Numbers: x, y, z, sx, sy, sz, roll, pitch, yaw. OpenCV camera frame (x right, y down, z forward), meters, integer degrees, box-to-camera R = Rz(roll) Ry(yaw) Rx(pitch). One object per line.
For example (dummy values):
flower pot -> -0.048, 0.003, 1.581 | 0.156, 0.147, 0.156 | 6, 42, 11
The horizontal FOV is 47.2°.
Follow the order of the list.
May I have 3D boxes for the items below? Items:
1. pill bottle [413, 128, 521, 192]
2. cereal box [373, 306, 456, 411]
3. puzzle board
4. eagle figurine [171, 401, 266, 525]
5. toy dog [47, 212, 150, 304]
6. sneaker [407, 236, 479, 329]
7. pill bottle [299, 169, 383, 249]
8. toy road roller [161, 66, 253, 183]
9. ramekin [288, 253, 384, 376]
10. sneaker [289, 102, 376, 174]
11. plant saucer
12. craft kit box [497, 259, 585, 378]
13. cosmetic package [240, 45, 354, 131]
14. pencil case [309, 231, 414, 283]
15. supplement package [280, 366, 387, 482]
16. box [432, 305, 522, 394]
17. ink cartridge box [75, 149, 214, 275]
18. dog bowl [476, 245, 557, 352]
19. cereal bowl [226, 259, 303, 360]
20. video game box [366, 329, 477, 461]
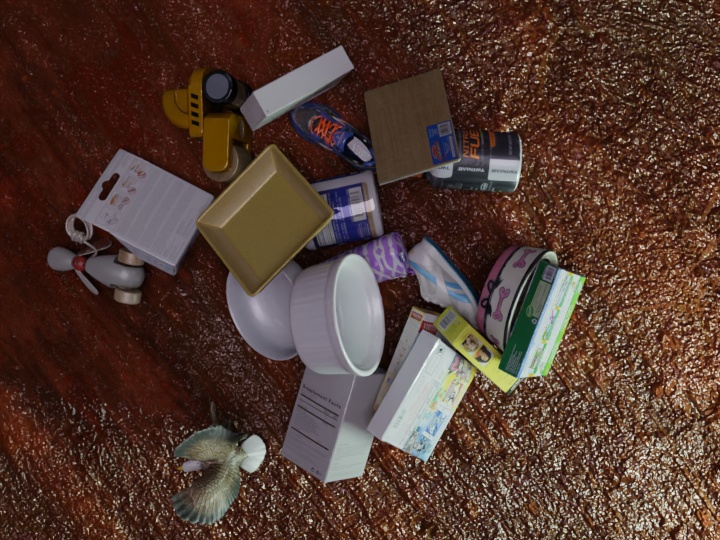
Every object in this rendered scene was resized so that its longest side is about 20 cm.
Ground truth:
pill bottle -> 0.185, -0.199, 1.486 | 0.194, 0.106, 0.109 | 3, 97, -1
cereal box -> 0.111, 0.174, 1.517 | 0.039, 0.142, 0.204 | 27, 98, 40
puzzle board -> 0.089, -0.255, 1.462 | 0.147, 0.017, 0.204 | -15, 62, 11
eagle figurine -> -0.269, 0.350, 1.497 | 0.152, 0.200, 0.151 | 45, 94, -5
toy dog -> -0.468, -0.009, 1.525 | 0.198, 0.096, 0.133 | 35, 99, 11
sneaker -> 0.159, 0.036, 1.534 | 0.081, 0.076, 0.201 | -41, 89, 12
pill bottle -> -0.062, -0.103, 1.487 | 0.195, 0.120, 0.123 | -11, 97, 4
toy road roller -> -0.274, -0.258, 1.473 | 0.142, 0.123, 0.206 | -1, 92, 12
ramekin -> -0.040, 0.079, 1.393 | 0.096, 0.200, 0.206 | -8, 97, 25
sneaker -> -0.039, -0.245, 1.493 | 0.197, 0.078, 0.077 | 28, 95, -4
plant saucer -> -0.159, -0.082, 1.417 | 0.200, 0.048, 0.200 | -44, 61, 3
craft kit box -> 0.329, 0.090, 1.478 | 0.048, 0.196, 0.204 | 24, 96, 30
cosmetic package -> -0.111, -0.320, 1.440 | 0.198, 0.082, 0.051 | -35, 98, -27
pencil case -> 0.000, 0.000, 1.503 | 0.196, 0.084, 0.087 | -20, 106, 17
supplement package -> -0.044, 0.262, 1.509 | 0.118, 0.120, 0.205 | 22, 97, 36
box -> 0.216, 0.147, 1.496 | 0.050, 0.075, 0.199 | -47, 125, 3
ink cartridge box -> -0.384, -0.106, 1.485 | 0.197, 0.047, 0.162 | 26, 62, -2
dog bowl -> 0.278, 0.047, 1.478 | 0.073, 0.199, 0.204 | 24, 96, 28
cereal bowl -> -0.148, 0.055, 1.498 | 0.197, 0.083, 0.205 | 17, 120, 32
video game box -> 0.116, 0.229, 1.485 | 0.046, 0.182, 0.203 | 26, 83, 41
